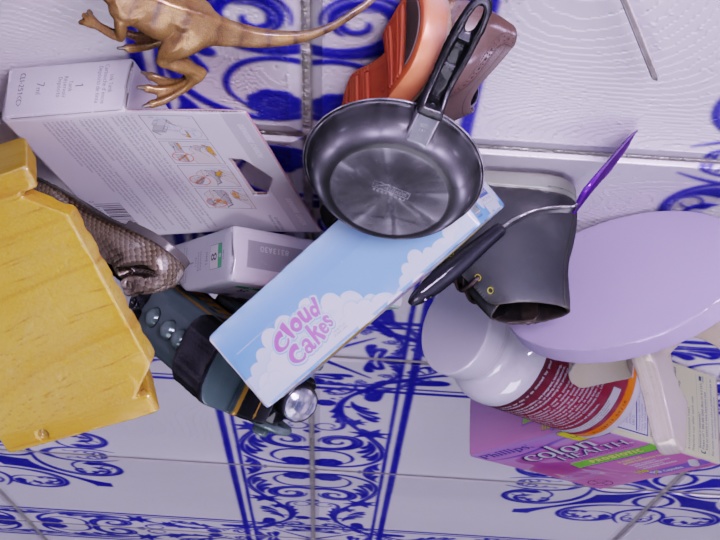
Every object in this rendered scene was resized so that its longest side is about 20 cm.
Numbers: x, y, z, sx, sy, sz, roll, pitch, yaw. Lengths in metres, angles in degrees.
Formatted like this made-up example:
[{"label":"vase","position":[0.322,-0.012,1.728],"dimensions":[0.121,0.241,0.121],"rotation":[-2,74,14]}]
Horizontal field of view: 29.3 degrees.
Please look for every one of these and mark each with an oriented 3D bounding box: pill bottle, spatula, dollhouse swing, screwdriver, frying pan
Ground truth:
[{"label":"pill bottle","position":[0.155,0.077,1.248],"dimensions":[0.199,0.114,0.113],"rotation":[21,152,-38]},{"label":"spatula","position":[0.114,-0.032,0.956],"dimensions":[0.199,0.021,0.057],"rotation":[-32,166,-10]},{"label":"dollhouse swing","position":[-0.236,-0.006,1.010],"dimensions":[0.180,0.176,0.201],"rotation":[-16,116,18]},{"label":"screwdriver","position":[0.153,-0.161,0.786],"dimensions":[0.029,0.028,0.200],"rotation":[-35,148,12]},{"label":"frying pan","position":[0.044,-0.074,0.825],"dimensions":[0.115,0.031,0.190],"rotation":[36,134,-25]}]

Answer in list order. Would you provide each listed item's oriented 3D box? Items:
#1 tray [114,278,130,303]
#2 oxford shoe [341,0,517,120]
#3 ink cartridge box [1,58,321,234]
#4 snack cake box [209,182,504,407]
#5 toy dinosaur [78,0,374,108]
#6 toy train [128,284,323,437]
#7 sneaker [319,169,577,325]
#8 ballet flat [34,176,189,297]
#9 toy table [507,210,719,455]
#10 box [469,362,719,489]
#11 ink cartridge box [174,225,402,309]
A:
[{"label":"tray","position":[-0.251,0.012,1.257],"dimensions":[0.106,0.022,0.200],"rotation":[12,158,2]},{"label":"oxford shoe","position":[0.035,-0.104,0.884],"dimensions":[0.072,0.072,0.200],"rotation":[7,157,-18]},{"label":"ink cartridge box","position":[-0.134,-0.083,0.990],"dimensions":[0.175,0.045,0.200],"rotation":[-1,158,13]},{"label":"snack cake box","position":[0.000,0.000,0.966],"dimensions":[0.200,0.067,0.115],"rotation":[-41,178,17]},{"label":"toy dinosaur","position":[-0.100,-0.144,0.818],"dimensions":[0.198,0.061,0.106],"rotation":[13,155,-22]},{"label":"toy train","position":[-0.112,0.063,1.106],"dimensions":[0.114,0.086,0.200],"rotation":[25,-176,-37]},{"label":"sneaker","position":[0.064,-0.017,1.038],"dimensions":[0.198,0.107,0.075],"rotation":[0,158,9]},{"label":"ballet flat","position":[-0.205,-0.023,1.017],"dimensions":[0.199,0.047,0.067],"rotation":[23,164,36]},{"label":"toy table","position":[0.229,0.039,1.093],"dimensions":[0.199,0.185,0.117],"rotation":[-4,142,38]},{"label":"box","position":[0.245,0.154,1.444],"dimensions":[0.199,0.098,0.175],"rotation":[19,153,-33]},{"label":"ink cartridge box","position":[-0.085,0.010,1.143],"dimensions":[0.160,0.051,0.199],"rotation":[9,166,-33]}]
